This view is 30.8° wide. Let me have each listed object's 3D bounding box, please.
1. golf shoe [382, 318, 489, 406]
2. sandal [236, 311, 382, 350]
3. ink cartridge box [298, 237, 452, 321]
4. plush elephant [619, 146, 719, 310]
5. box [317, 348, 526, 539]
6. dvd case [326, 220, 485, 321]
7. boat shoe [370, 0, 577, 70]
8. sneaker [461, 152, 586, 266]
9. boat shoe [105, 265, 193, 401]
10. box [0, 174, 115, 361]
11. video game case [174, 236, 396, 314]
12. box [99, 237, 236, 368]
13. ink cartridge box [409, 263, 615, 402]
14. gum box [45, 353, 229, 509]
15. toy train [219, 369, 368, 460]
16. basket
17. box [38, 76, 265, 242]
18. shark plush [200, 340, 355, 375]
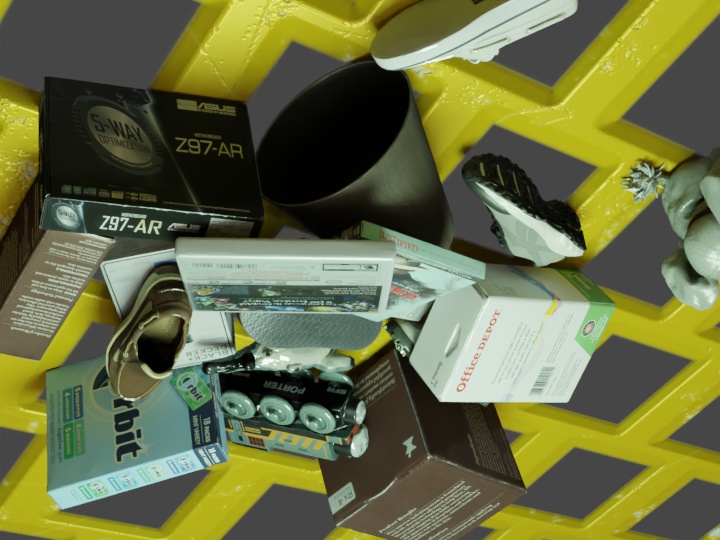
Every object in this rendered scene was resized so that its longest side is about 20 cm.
[{"bbox_3d":[0.110,0.089,1.597,0.200,0.077,0.088,28,104,-40],"label":"golf shoe"},{"bbox_3d":[-0.063,0.050,1.451,0.200,0.043,0.076,17,113,-43],"label":"sandal"},{"bbox_3d":[0.000,0.000,1.478,0.199,0.039,0.100,11,134,-27],"label":"ink cartridge box"},{"bbox_3d":[0.400,-0.051,1.434,0.199,0.155,0.165,0,138,-15],"label":"plush elephant"},{"bbox_3d":[0.070,0.232,1.649,0.166,0.165,0.200,-39,138,25],"label":"box"},{"bbox_3d":[0.010,0.004,1.322,0.146,0.022,0.200,19,156,-27],"label":"dvd case"},{"bbox_3d":[0.109,-0.229,1.228,0.199,0.072,0.066,-27,134,3],"label":"boat shoe"},{"bbox_3d":[0.170,-0.057,1.434,0.079,0.074,0.200,-30,137,26],"label":"sneaker"},{"bbox_3d":[-0.226,0.085,1.394,0.074,0.075,0.203,7,136,-20],"label":"boat shoe"},{"bbox_3d":[-0.323,-0.009,1.336,0.075,0.100,0.200,17,131,-30],"label":"box"},{"bbox_3d":[-0.070,0.007,1.254,0.199,0.023,0.182,1,162,-2],"label":"video game case"},{"bbox_3d":[-0.208,0.024,1.433,0.116,0.060,0.200,-10,140,-3],"label":"box"},{"bbox_3d":[0.176,0.073,1.521,0.199,0.084,0.145,4,120,-34],"label":"ink cartridge box"},{"bbox_3d":[-0.258,0.166,1.496,0.199,0.170,0.045,-17,139,4],"label":"gum box"},{"bbox_3d":[-0.082,0.171,1.574,0.199,0.085,0.114,8,135,22],"label":"toy train"},{"bbox_3d":[0.011,-0.084,1.316,0.180,0.136,0.200,-44,142,-3],"label":"basket"},{"bbox_3d":[-0.197,-0.100,1.219,0.199,0.161,0.044,6,137,-20],"label":"box"},{"bbox_3d":[-0.091,0.103,1.499,0.200,0.091,0.083,-28,-178,-42],"label":"shark plush"}]
